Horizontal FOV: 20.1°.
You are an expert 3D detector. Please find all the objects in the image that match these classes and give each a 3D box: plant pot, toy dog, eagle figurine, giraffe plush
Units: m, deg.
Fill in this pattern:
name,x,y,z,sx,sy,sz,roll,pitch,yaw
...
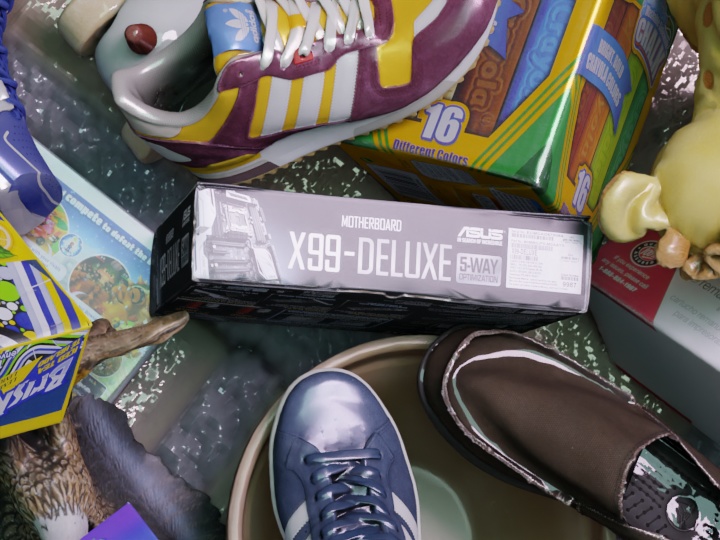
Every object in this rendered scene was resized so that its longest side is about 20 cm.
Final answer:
name,x,y,z,sx,sy,sz,roll,pitch,yaw
plant pot,0.025,0.138,1.065,0.199,0.093,0.202,2,81,-9
toy dog,-0.073,-0.152,1.093,0.132,0.096,0.201,34,79,-2
eagle figurine,-0.150,0.126,1.030,0.151,0.201,0.151,3,36,20
giraffe plush,0.198,-0.066,0.997,0.172,0.200,0.163,21,91,18

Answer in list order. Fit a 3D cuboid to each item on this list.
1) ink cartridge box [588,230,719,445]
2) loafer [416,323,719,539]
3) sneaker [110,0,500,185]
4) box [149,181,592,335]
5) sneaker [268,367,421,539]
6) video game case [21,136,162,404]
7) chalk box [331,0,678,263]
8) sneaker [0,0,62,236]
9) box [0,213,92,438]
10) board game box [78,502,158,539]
name,x,y,z,sx,sy,sz,roll,pitch,yaw
ink cartridge box,0.238,-0.005,1.083,0.200,0.145,0.084,-37,127,-12
loafer,0.121,0.086,1.006,0.199,0.071,0.073,30,77,-4
sneaker,-0.028,-0.108,1.000,0.199,0.090,0.075,-29,56,21
box,0.000,0.000,1.040,0.199,0.158,0.050,5,82,-12
sneaker,0.001,0.139,0.967,0.074,0.085,0.201,-8,76,-9
video game case,-0.197,0.038,1.088,0.143,0.018,0.200,38,79,0
chalk box,0.089,-0.127,1.078,0.123,0.125,0.201,16,79,26
sneaker,-0.211,-0.125,1.070,0.115,0.081,0.199,-40,76,-13
box,-0.212,-0.009,0.958,0.070,0.065,0.200,-14,49,-41
board game box,-0.120,0.222,0.991,0.134,0.200,0.045,-36,45,-11
